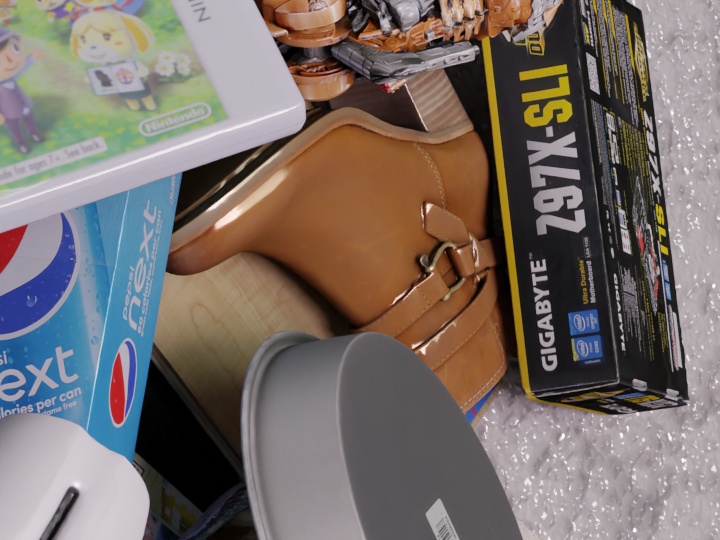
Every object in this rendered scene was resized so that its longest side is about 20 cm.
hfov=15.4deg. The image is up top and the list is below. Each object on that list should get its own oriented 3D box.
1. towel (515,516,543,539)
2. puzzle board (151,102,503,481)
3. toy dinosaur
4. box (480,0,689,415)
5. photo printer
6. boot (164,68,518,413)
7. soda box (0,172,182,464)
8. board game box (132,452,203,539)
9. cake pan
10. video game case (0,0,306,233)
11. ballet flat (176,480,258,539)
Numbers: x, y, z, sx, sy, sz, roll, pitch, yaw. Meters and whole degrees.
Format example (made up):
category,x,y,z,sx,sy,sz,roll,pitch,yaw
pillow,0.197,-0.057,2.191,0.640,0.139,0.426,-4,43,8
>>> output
category,x,y,z,sx,sy,sz,roll,pitch,yaw
towel,0.057,0.174,1.173,0.200,0.034,0.133,39,57,-39
puzzle board,-0.026,0.025,1.152,0.200,0.017,0.151,55,47,-22
toy dinosaur,-0.021,-0.116,1.087,0.200,0.102,0.136,3,35,-24
box,0.104,-0.037,1.226,0.160,0.049,0.201,18,65,-73
photo printer,-0.147,0.139,0.870,0.069,0.200,0.167,35,58,-9
boot,0.000,0.000,1.124,0.200,0.074,0.155,-35,109,-42
soda box,-0.113,0.003,1.004,0.068,0.064,0.201,54,43,-73
board game box,-0.102,0.182,1.031,0.135,0.029,0.200,44,53,-27
cake pan,0.020,0.111,1.033,0.200,0.037,0.200,53,24,-35
video game case,-0.145,-0.097,0.944,0.200,0.022,0.182,-20,66,-16
ballet flat,-0.065,0.139,1.009,0.200,0.072,0.072,-42,110,-41
